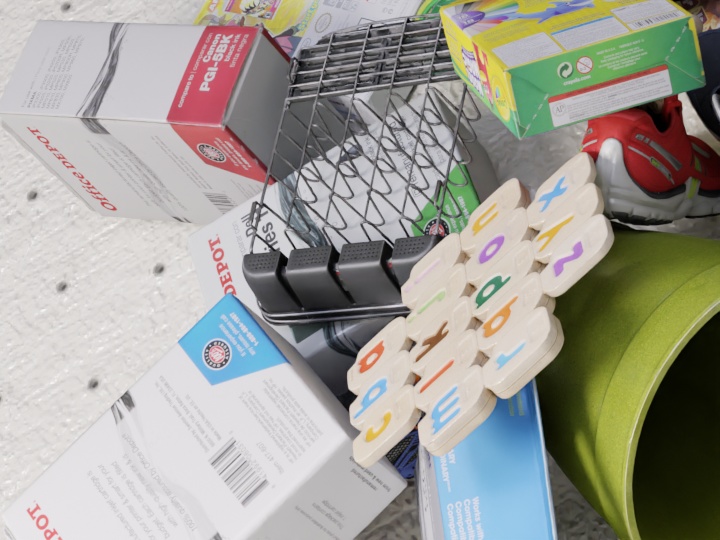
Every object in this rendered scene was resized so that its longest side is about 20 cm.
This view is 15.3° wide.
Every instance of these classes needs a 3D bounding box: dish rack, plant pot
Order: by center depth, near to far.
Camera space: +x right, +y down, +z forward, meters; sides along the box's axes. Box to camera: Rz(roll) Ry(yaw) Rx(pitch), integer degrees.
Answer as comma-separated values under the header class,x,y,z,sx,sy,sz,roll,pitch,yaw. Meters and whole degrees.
class,x,y,z,sx,sy,sz,roll,pitch,yaw
plant pot,0.177,0.060,1.536,0.201,0.200,0.193,-51,37,-4
dish rack,0.008,-0.068,1.686,0.152,0.055,0.201,-5,57,27

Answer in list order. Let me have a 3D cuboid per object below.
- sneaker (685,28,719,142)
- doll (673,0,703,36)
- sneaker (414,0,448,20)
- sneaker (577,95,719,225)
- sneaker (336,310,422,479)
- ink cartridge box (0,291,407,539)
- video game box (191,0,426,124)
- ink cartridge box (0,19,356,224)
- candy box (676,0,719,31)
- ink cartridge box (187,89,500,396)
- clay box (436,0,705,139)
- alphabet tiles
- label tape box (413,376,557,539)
class,x,y,z,sx,sy,sz,roll,pitch,yaw
sneaker,0.232,-0.105,1.543,0.077,0.146,0.202,-46,48,4
doll,0.202,-0.200,1.680,0.199,0.048,0.137,-19,56,22
sneaker,0.123,-0.183,1.770,0.199,0.074,0.084,-34,25,21
sneaker,0.179,-0.075,1.605,0.076,0.200,0.086,7,98,18
sneaker,0.004,0.111,1.676,0.200,0.078,0.076,-42,24,25
ink cartridge box,-0.096,0.138,1.602,0.200,0.084,0.146,-44,51,3
video game box,-0.011,-0.209,1.897,0.181,0.047,0.201,19,73,36
ink cartridge box,-0.125,-0.099,1.835,0.199,0.147,0.083,6,64,34
candy box,0.281,-0.117,1.649,0.115,0.055,0.201,-30,50,14
ink cartridge box,0.000,0.000,1.737,0.199,0.083,0.147,-31,50,13
clay box,0.119,-0.136,1.586,0.114,0.048,0.200,-16,18,-5
alphabet tiles,0.066,0.023,1.504,0.195,0.015,0.200,-43,22,17
label tape box,0.071,0.146,1.511,0.066,0.200,0.144,-7,68,-2
